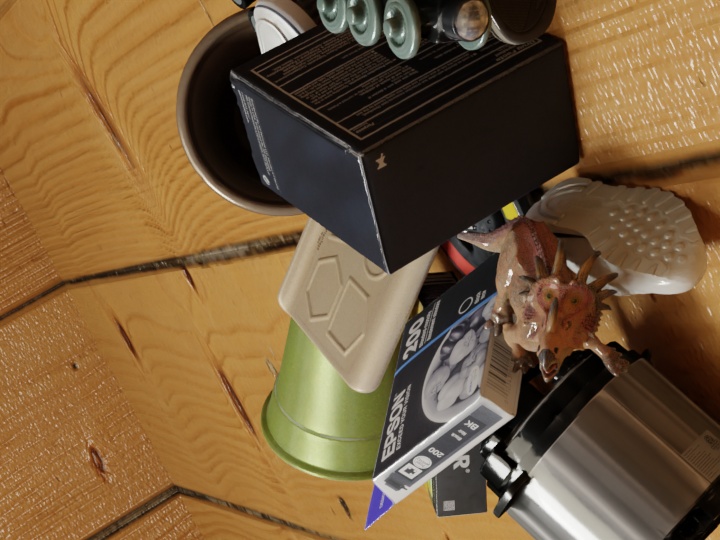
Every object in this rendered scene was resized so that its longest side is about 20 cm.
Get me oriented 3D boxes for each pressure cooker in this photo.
[{"bbox_3d":[0.201,0.155,1.326,0.200,0.179,0.176,42,-173,16],"label":"pressure cooker"}]

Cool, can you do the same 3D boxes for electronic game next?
[{"bbox_3d":[0.101,-0.059,1.483,0.200,0.042,0.200,48,157,28],"label":"electronic game"}]

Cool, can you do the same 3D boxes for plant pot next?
[{"bbox_3d":[-0.010,0.094,1.796,0.200,0.199,0.191,41,140,41],"label":"plant pot"},{"bbox_3d":[-0.083,-0.154,1.615,0.201,0.200,0.175,61,176,-5],"label":"plant pot"}]

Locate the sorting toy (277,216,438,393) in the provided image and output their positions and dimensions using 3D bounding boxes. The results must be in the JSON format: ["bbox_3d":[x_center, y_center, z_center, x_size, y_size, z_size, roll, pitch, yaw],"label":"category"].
[{"bbox_3d":[0.000,0.000,1.629,0.200,0.036,0.186,43,115,52],"label":"sorting toy"}]

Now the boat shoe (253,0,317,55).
[{"bbox_3d":[-0.050,-0.144,1.415,0.073,0.065,0.200,15,140,49],"label":"boat shoe"}]

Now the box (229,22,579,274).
[{"bbox_3d":[0.036,-0.122,1.318,0.198,0.200,0.124,36,149,48],"label":"box"}]

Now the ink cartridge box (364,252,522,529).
[{"bbox_3d":[0.066,0.097,1.391,0.043,0.198,0.200,35,128,-16],"label":"ink cartridge box"}]

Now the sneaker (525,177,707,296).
[{"bbox_3d":[0.209,-0.015,1.262,0.081,0.076,0.200,59,169,-26],"label":"sneaker"}]

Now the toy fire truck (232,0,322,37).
[{"bbox_3d":[-0.023,-0.258,1.419,0.176,0.128,0.200,54,167,1],"label":"toy fire truck"}]

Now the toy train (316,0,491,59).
[{"bbox_3d":[0.028,-0.222,1.174,0.200,0.085,0.114,32,128,56],"label":"toy train"}]

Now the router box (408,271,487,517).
[{"bbox_3d":[0.083,0.118,1.596,0.157,0.052,0.201,-115,21,-74],"label":"router box"}]

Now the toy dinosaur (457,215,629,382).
[{"bbox_3d":[0.138,0.009,1.245,0.136,0.086,0.200,75,170,-51],"label":"toy dinosaur"}]

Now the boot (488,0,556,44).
[{"bbox_3d":[0.069,-0.258,1.235,0.201,0.073,0.150,66,158,-6],"label":"boot"}]

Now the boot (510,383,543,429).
[{"bbox_3d":[0.192,0.152,1.514,0.200,0.076,0.168,57,156,20],"label":"boot"}]
